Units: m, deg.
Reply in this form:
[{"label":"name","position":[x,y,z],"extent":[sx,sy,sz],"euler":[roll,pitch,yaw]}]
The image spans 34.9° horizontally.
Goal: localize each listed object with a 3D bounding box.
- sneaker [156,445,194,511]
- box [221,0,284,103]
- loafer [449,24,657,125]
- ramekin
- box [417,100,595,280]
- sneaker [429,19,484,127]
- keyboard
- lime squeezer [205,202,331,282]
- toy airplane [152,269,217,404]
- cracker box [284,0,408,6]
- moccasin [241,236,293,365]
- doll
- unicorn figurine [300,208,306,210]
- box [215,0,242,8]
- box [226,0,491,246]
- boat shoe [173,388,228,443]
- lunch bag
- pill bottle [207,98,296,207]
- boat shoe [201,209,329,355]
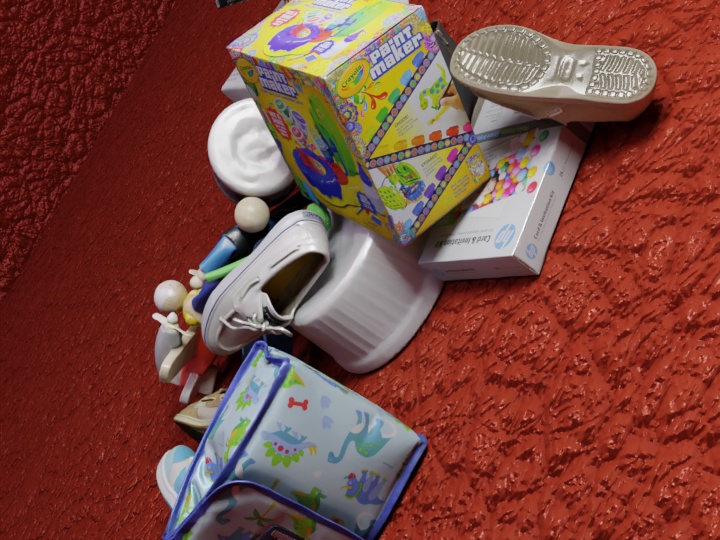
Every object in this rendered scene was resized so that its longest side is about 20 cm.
[{"label":"sneaker","position":[-0.162,0.232,1.308],"extent":[0.131,0.079,0.200],"euler":[-56,34,10]},{"label":"box","position":[-0.029,-0.234,1.423],"extent":[0.172,0.199,0.199],"euler":[-57,23,-7]},{"label":"loafer","position":[0.174,-0.169,1.043],"extent":[0.198,0.068,0.076],"euler":[18,71,29]},{"label":"ramekin","position":[0.000,0.000,1.237],"extent":[0.200,0.097,0.202],"euler":[-43,29,31]},{"label":"box","position":[0.147,-0.089,1.124],"extent":[0.155,0.041,0.202],"euler":[-4,59,59]},{"label":"sneaker","position":[0.074,-0.176,1.258],"extent":[0.074,0.106,0.201],"euler":[-17,41,39]},{"label":"keyboard","position":[-0.116,-0.062,1.439],"extent":[0.127,0.021,0.199],"euler":[-31,2,-42]},{"label":"lime squeezer","position":[-0.077,-0.046,1.227],"extent":[0.070,0.038,0.200],"euler":[31,60,31]},{"label":"toy airplane","position":[-0.217,0.072,1.511],"extent":[0.200,0.141,0.200],"euler":[-56,5,-19]},{"label":"cracker box","position":[-0.004,-0.224,1.288],"extent":[0.058,0.133,0.202],"euler":[9,111,60]},{"label":"moccasin","position":[-0.120,0.056,1.314],"extent":[0.068,0.080,0.202],"euler":[16,112,30]},{"label":"doll","position":[-0.149,-0.012,1.330],"extent":[0.136,0.049,0.200],"euler":[-31,-17,-41]},{"label":"unicorn figurine","position":[-0.075,0.003,1.387],"extent":[0.200,0.074,0.138],"euler":[-42,-21,-27]},{"label":"box","position":[-0.075,-0.352,1.326],"extent":[0.191,0.048,0.200],"euler":[-16,13,-8]},{"label":"box","position":[-0.003,-0.158,1.127],"extent":[0.122,0.194,0.199],"euler":[-38,33,-17]},{"label":"boat shoe","position":[-0.162,0.180,1.386],"extent":[0.199,0.074,0.067],"euler":[-5,46,57]},{"label":"lunch bag","position":[-0.063,0.195,1.048],"extent":[0.201,0.169,0.127],"euler":[-59,21,-3]},{"label":"pill bottle","position":[-0.124,-0.132,1.367],"extent":[0.111,0.110,0.200],"euler":[-61,2,-5]},{"label":"boat shoe","position":[-0.095,0.036,1.188],"extent":[0.202,0.074,0.087],"euler":[-46,40,25]}]
